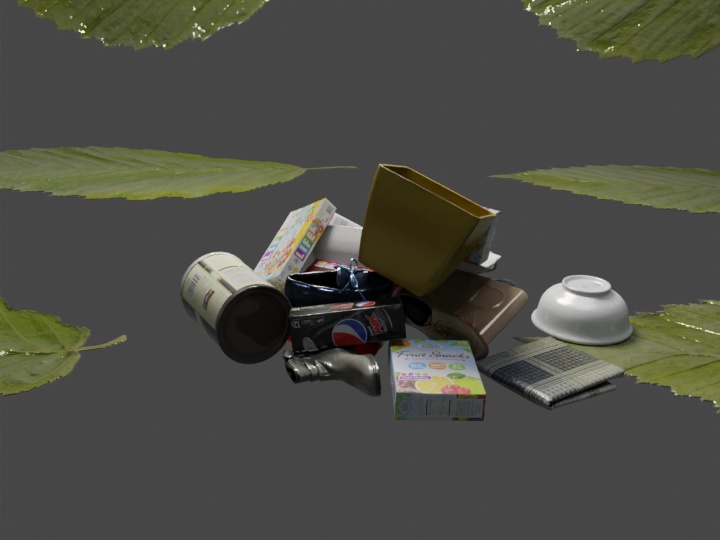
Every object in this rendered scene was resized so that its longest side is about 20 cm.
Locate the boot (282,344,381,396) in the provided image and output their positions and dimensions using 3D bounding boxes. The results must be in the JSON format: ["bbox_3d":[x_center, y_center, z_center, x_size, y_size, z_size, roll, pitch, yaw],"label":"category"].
[{"bbox_3d":[-0.052,0.173,1.488,0.130,0.068,0.200,-9,15,-21],"label":"boot"}]

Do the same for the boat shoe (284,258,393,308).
[{"bbox_3d":[-0.037,0.027,1.597,0.198,0.069,0.084,-11,34,-11],"label":"boat shoe"}]

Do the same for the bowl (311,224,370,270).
[{"bbox_3d":[0.000,0.000,1.804,0.199,0.200,0.075,7,58,30],"label":"bowl"}]

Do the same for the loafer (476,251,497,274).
[{"bbox_3d":[0.234,-0.026,2.056,0.063,0.072,0.200,-27,25,-24],"label":"loafer"}]

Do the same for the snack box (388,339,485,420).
[{"bbox_3d":[0.121,0.178,1.472,0.141,0.053,0.200,2,20,-2],"label":"snack box"}]

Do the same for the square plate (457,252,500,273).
[{"bbox_3d":[0.183,-0.035,1.832,0.199,0.029,0.198,17,12,12],"label":"square plate"}]

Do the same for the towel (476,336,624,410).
[{"bbox_3d":[0.331,0.180,1.556,0.199,0.035,0.192,-14,23,-32],"label":"towel"}]

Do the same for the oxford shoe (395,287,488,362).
[{"bbox_3d":[0.140,0.104,1.594,0.199,0.071,0.075,34,13,9],"label":"oxford shoe"}]

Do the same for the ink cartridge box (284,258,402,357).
[{"bbox_3d":[-0.033,0.070,1.672,0.199,0.084,0.176,10,36,24],"label":"ink cartridge box"}]

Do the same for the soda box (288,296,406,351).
[{"bbox_3d":[-0.023,0.092,1.544,0.198,0.064,0.071,-7,11,-1],"label":"soda box"}]

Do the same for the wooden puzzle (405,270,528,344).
[{"bbox_3d":[0.197,0.078,1.727,0.199,0.047,0.185,24,51,36],"label":"wooden puzzle"}]

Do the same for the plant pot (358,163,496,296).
[{"bbox_3d":[0.105,-0.066,1.606,0.199,0.177,0.200,30,13,13],"label":"plant pot"}]

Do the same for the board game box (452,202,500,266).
[{"bbox_3d":[0.160,-0.091,1.745,0.199,0.104,0.105,17,12,14],"label":"board game box"}]

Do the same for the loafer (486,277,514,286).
[{"bbox_3d":[0.220,0.050,1.839,0.198,0.063,0.072,2,-24,3],"label":"loafer"}]

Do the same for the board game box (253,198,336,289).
[{"bbox_3d":[-0.139,-0.045,1.765,0.134,0.034,0.201,-17,38,52],"label":"board game box"}]

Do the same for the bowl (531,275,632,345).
[{"bbox_3d":[0.446,0.068,1.775,0.199,0.091,0.201,2,21,-1],"label":"bowl"}]

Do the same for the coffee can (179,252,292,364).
[{"bbox_3d":[-0.230,0.064,1.627,0.145,0.147,0.200,-9,23,-28],"label":"coffee can"}]

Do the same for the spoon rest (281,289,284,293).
[{"bbox_3d":[-0.172,0.046,1.835,0.199,0.061,0.099,10,18,-18],"label":"spoon rest"}]

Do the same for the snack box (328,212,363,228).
[{"bbox_3d":[0.014,-0.042,1.887,0.199,0.053,0.142,28,-11,-1],"label":"snack box"}]
